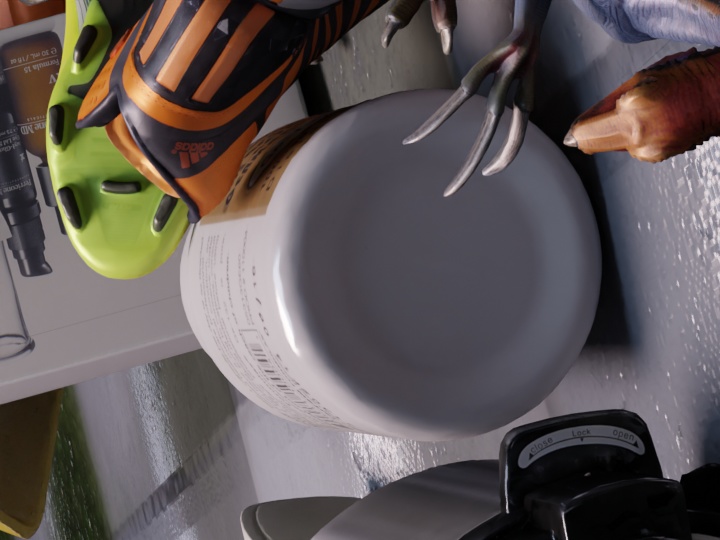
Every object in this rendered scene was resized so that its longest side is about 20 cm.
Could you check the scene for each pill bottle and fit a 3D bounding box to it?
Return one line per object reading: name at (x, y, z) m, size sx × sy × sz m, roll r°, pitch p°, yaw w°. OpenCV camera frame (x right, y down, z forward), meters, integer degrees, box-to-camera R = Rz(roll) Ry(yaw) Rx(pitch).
pill bottle at (0.000, 0.000, 0.996) m, size 0.200 × 0.114 × 0.115 m, roll 175°, pitch 83°, yaw -74°

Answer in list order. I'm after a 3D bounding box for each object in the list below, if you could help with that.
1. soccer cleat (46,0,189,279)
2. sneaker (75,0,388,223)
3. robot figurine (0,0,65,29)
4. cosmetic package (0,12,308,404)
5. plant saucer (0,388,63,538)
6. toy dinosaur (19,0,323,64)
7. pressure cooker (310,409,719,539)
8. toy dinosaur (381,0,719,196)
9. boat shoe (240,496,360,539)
soccer cleat at (-0.080, -0.093, 1.047) m, size 0.084 × 0.064 × 0.201 m, roll 50°, pitch -144°, yaw -74°
sneaker at (-0.044, -0.084, 0.966) m, size 0.077 × 0.112 × 0.200 m, roll 38°, pitch -161°, yaw 6°
robot figurine at (-0.133, -0.150, 1.347) m, size 0.116 × 0.143 × 0.201 m, roll -6°, pitch 97°, yaw 53°
cosmetic package at (-0.116, -0.033, 1.213) m, size 0.052 × 0.199 × 0.152 m, roll 90°, pitch 164°, yaw -81°
plant saucer at (-0.214, -0.001, 1.270) m, size 0.200 × 0.048 × 0.201 m, roll 40°, pitch -139°, yaw -38°
toy dinosaur at (-0.067, -0.132, 1.150) m, size 0.199 × 0.077 × 0.103 m, roll 11°, pitch 108°, yaw 50°
pressure cooker at (0.062, 0.139, 0.787) m, size 0.176 × 0.179 × 0.200 m, roll 40°, pitch 170°, yaw -13°
toy dinosaur at (0.058, -0.086, 0.749) m, size 0.181 × 0.104 × 0.201 m, roll -176°, pitch 76°, yaw -71°
boat shoe at (0.004, 0.142, 1.183) m, size 0.200 × 0.074 × 0.061 m, roll 23°, pitch 120°, yaw 61°
